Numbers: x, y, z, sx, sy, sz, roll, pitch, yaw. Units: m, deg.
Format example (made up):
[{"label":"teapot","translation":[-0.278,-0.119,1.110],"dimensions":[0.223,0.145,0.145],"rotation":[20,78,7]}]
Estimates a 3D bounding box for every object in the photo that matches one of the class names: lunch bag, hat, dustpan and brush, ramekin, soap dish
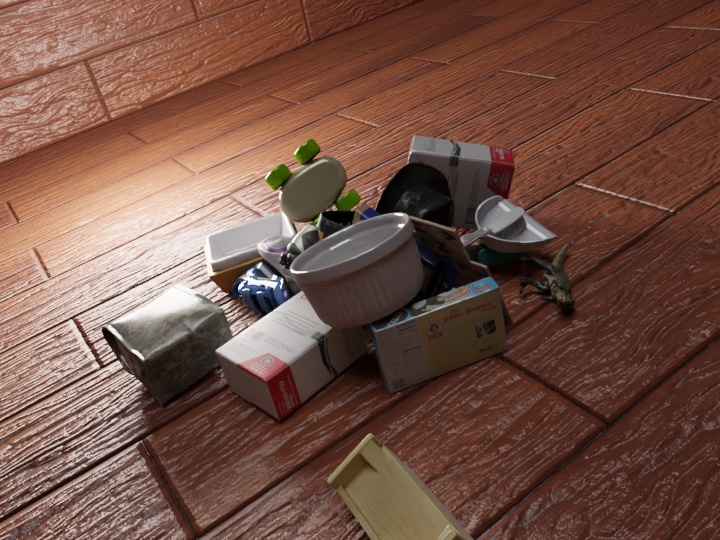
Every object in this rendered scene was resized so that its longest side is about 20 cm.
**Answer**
[{"label":"lunch bag","translation":[-0.337,0.114,1.211],"dimensions":[0.163,0.119,0.199],"rotation":[-33,40,-28]},{"label":"hat","translation":[0.116,-0.093,1.234],"dimensions":[0.199,0.203,0.080],"rotation":[-33,25,-29]},{"label":"dustpan and brush","translation":[0.232,-0.069,1.208],"dimensions":[0.198,0.058,0.139],"rotation":[-31,53,-23]},{"label":"ramekin","translation":[0.002,0.003,1.051],"dimensions":[0.197,0.106,0.200],"rotation":[-23,15,6]},{"label":"soap dish","translation":[-0.221,-0.039,1.448],"dimensions":[0.197,0.082,0.158],"rotation":[-19,30,-7]}]

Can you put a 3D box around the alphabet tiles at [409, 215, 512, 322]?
[{"label":"alphabet tiles","translation":[0.149,-0.005,1.115],"dimensions":[0.008,0.201,0.166],"rotation":[-47,40,-18]}]

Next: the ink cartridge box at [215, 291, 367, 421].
[{"label":"ink cartridge box","translation":[-0.107,0.128,1.117],"dimensions":[0.199,0.085,0.143],"rotation":[-35,35,-31]}]

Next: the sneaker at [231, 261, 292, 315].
[{"label":"sneaker","translation":[-0.178,0.049,1.297],"dimensions":[0.082,0.075,0.199],"rotation":[-29,26,-19]}]

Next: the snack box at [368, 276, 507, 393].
[{"label":"snack box","translation":[0.118,0.096,1.036],"dimensions":[0.197,0.118,0.037],"rotation":[-19,30,-8]}]

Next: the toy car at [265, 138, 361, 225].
[{"label":"toy car","translation":[-0.101,-0.168,1.514],"dimensions":[0.157,0.165,0.200],"rotation":[-40,2,-2]}]

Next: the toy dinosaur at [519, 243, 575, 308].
[{"label":"toy dinosaur","translation":[0.314,0.008,1.170],"dimensions":[0.087,0.048,0.201],"rotation":[8,34,9]}]

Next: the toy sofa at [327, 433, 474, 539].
[{"label":"toy sofa","translation":[0.053,0.289,0.798],"dimensions":[0.083,0.098,0.200],"rotation":[-46,36,-5]}]

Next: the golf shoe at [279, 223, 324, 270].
[{"label":"golf shoe","translation":[-0.042,0.000,1.184],"dimensions":[0.077,0.200,0.095],"rotation":[15,71,48]}]

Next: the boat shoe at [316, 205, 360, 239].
[{"label":"boat shoe","translation":[0.013,-0.083,1.268],"dimensions":[0.196,0.063,0.075],"rotation":[-3,35,-13]}]

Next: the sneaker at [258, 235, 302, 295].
[{"label":"sneaker","translation":[-0.129,0.002,1.307],"dimensions":[0.074,0.101,0.199],"rotation":[-22,38,-35]}]

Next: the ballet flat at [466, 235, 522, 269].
[{"label":"ballet flat","translation":[0.198,-0.023,1.264],"dimensions":[0.197,0.069,0.072],"rotation":[-19,10,-8]}]

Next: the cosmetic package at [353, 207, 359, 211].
[{"label":"cosmetic package","translation":[0.032,-0.054,1.371],"dimensions":[0.101,0.072,0.199],"rotation":[-34,34,-29]}]

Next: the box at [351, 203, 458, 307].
[{"label":"box","translation":[0.062,-0.008,1.157],"dimensions":[0.199,0.122,0.032],"rotation":[35,46,19]}]

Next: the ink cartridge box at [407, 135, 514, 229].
[{"label":"ink cartridge box","translation":[0.185,-0.168,1.353],"dimensions":[0.196,0.146,0.084],"rotation":[8,32,2]}]
